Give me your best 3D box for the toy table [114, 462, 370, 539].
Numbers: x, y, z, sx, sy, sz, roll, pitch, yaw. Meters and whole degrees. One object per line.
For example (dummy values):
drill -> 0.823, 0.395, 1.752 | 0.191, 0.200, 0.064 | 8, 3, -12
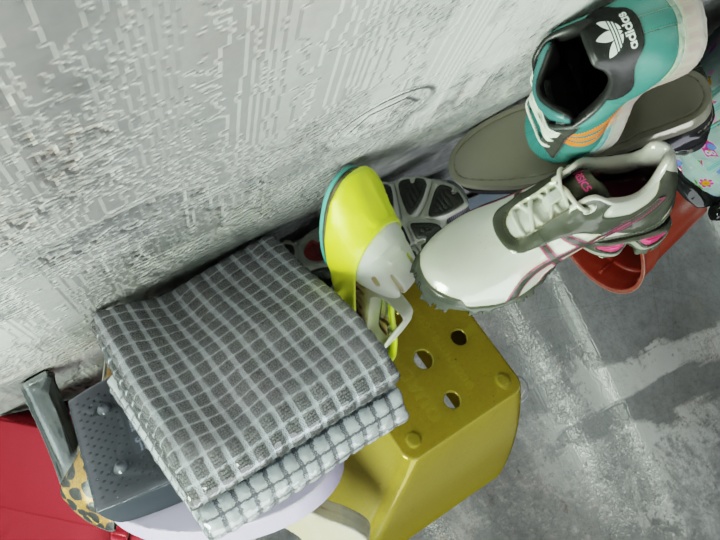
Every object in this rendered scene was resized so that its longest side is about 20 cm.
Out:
toy table -> -0.096, 0.182, 0.848 | 0.197, 0.118, 0.185 | 2, -135, 24

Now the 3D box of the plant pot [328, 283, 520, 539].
plant pot -> 0.033, 0.118, 0.978 | 0.198, 0.201, 0.177 | -27, 161, -29

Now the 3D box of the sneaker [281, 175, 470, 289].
sneaker -> 0.001, -0.027, 0.890 | 0.197, 0.082, 0.083 | -20, -169, 23

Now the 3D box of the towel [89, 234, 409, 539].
towel -> -0.084, 0.067, 0.748 | 0.164, 0.200, 0.086 | -32, 132, -15

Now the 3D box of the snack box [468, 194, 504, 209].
snack box -> 0.162, -0.065, 1.311 | 0.198, 0.054, 0.142 | -23, 172, -38

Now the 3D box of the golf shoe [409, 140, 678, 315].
golf shoe -> 0.125, -0.038, 0.740 | 0.197, 0.078, 0.089 | -21, 152, -10

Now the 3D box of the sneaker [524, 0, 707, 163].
sneaker -> 0.133, -0.116, 0.679 | 0.079, 0.072, 0.200 | -17, 169, -16

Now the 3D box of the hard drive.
hard drive -> -0.116, 0.104, 0.819 | 0.198, 0.135, 0.043 | -27, 131, -8

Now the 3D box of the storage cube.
storage cube -> -0.252, 0.234, 1.078 | 0.176, 0.174, 0.200 | 8, -178, 11

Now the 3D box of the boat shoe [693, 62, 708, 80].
boat shoe -> 0.230, -0.141, 0.893 | 0.070, 0.064, 0.200 | -26, 174, -5

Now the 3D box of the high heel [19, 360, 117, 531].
high heel -> -0.171, 0.117, 0.895 | 0.198, 0.144, 0.071 | -28, 175, 6

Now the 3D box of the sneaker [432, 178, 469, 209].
sneaker -> 0.010, -0.012, 0.983 | 0.198, 0.071, 0.080 | -28, 177, 0

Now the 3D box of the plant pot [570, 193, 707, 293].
plant pot -> 0.453, -0.100, 1.768 | 0.194, 0.202, 0.201 | -34, 177, -22

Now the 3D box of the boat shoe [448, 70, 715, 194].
boat shoe -> 0.166, -0.089, 0.807 | 0.197, 0.074, 0.063 | -15, 148, 15

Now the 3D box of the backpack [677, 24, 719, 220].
backpack -> 0.338, -0.150, 0.901 | 0.169, 0.125, 0.200 | -65, -173, -18

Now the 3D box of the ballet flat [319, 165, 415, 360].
ballet flat -> 0.011, 0.005, 0.786 | 0.067, 0.067, 0.201 | -44, 156, -28
